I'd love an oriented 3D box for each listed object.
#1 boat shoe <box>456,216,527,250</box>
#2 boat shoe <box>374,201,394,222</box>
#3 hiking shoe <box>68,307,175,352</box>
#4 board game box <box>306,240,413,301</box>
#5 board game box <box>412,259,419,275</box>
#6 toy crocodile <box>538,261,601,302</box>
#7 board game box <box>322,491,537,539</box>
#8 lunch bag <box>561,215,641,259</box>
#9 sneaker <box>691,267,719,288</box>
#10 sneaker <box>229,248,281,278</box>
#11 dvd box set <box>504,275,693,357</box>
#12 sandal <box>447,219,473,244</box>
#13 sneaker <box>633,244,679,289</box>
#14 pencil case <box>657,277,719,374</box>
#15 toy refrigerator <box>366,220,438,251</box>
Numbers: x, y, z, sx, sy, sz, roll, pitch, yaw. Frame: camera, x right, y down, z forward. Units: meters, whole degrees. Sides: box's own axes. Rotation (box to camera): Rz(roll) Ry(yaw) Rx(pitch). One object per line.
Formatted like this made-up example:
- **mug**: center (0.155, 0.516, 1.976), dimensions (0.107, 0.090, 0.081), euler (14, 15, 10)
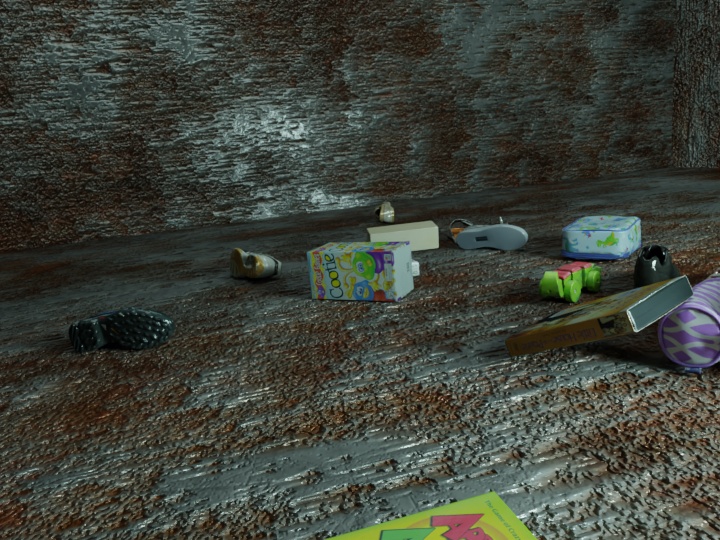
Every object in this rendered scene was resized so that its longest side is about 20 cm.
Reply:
- **boat shoe**: center (0.366, -0.101, 1.522), dimensions (0.200, 0.076, 0.086), euler (-4, 28, 40)
- **boat shoe**: center (0.089, -0.236, 2.256), dimensions (0.068, 0.075, 0.200), euler (-1, 13, -7)
- **hiking shoe**: center (-0.418, 0.096, 1.006), dimensions (0.196, 0.076, 0.087), euler (-3, 13, 10)
- **board game box**: center (0.000, 0.000, 1.178), dimensions (0.197, 0.107, 0.103), euler (0, 14, 27)
- **board game box**: center (0.050, -0.014, 1.377), dimensions (0.124, 0.035, 0.200), euler (-8, 13, -15)
- **toy crocodile**: center (0.391, 0.014, 1.039), dimensions (0.198, 0.063, 0.067), euler (-16, 16, -40)
- **board game box**: center (0.023, 0.212, 0.355), dimensions (0.196, 0.049, 0.101), euler (-9, 13, -15)
- **lunch bag**: center (0.570, -0.080, 1.330), dimensions (0.159, 0.084, 0.199), euler (5, 16, 35)
- **sneaker**: center (0.568, 0.014, 0.868), dimensions (0.197, 0.107, 0.075), euler (-9, 15, -11)
- **sneaker**: center (-0.278, -0.012, 1.473), dimensions (0.087, 0.077, 0.199), euler (5, 7, -37)
- **dvd box set**: center (0.308, 0.064, 0.739), dimensions (0.145, 0.030, 0.199), euler (-20, -5, -32)
- **sandal**: center (0.310, -0.125, 1.699), dimensions (0.078, 0.060, 0.207), euler (-5, 13, 2)
- **sneaker**: center (0.531, -0.006, 1.001), dimensions (0.075, 0.093, 0.199), euler (0, 12, 30)
- **pencil case**: center (0.460, 0.063, 0.737), dimensions (0.085, 0.085, 0.198), euler (-9, 7, 43)
- **toy refrigerator**: center (0.121, -0.091, 1.618), dimensions (0.196, 0.071, 0.076), euler (-8, 20, -6)
